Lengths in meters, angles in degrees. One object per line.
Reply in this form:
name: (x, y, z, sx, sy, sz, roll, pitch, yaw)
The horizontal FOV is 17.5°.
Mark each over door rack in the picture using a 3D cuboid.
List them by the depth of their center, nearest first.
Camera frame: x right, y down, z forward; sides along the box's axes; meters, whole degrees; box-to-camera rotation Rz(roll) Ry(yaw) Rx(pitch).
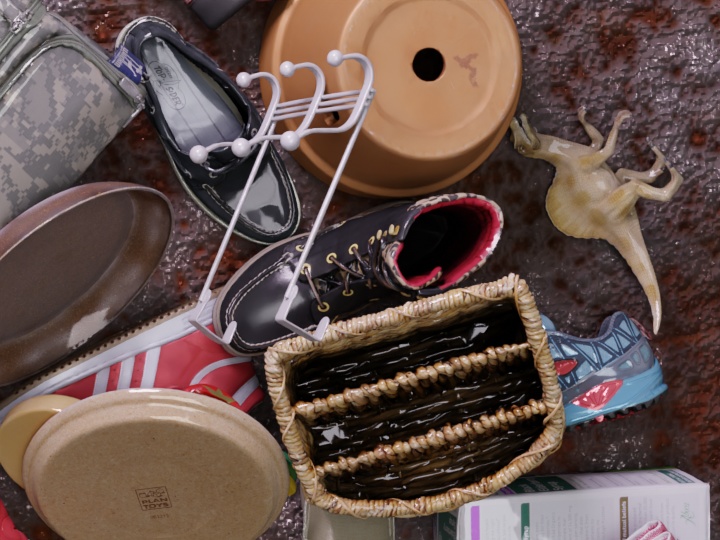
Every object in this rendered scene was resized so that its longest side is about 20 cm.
over door rack: (-0.066, -0.052, 1.631, 0.067, 0.148, 0.200, 16, 80, -29)

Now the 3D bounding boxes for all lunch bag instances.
lunch bag: (-0.268, -0.109, 1.661, 0.168, 0.139, 0.200, 40, 83, -15)

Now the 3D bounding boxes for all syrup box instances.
syrup box: (0.161, 0.200, 1.804, 0.200, 0.079, 0.082, -1, 95, -12)

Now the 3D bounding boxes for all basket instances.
basket: (0.044, 0.101, 1.677, 0.200, 0.149, 0.143, -15, 81, 2)

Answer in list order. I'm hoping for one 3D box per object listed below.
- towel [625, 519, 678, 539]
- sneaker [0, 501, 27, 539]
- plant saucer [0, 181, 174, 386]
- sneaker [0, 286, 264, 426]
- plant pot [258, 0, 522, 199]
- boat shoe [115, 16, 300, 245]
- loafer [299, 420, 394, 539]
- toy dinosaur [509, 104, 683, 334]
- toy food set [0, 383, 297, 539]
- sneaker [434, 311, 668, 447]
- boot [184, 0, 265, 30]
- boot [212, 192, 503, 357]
towel: (0.218, 0.283, 1.798, 0.146, 0.030, 0.200, -35, 128, 10)
sneaker: (-0.225, 0.236, 1.688, 0.112, 0.071, 0.200, -6, 64, -25)
plant saucer: (-0.220, 0.005, 1.666, 0.200, 0.200, 0.032, -38, 68, -8)
sneaker: (-0.166, 0.103, 1.730, 0.200, 0.071, 0.113, -26, 95, -12)
plant pot: (0.034, -0.151, 1.723, 0.200, 0.140, 0.201, -1, 93, -12)
boat shoe: (-0.108, -0.102, 1.732, 0.074, 0.066, 0.200, -32, 100, -9)
loafer: (-0.008, 0.204, 1.772, 0.075, 0.068, 0.201, 2, 93, -13)
toy dinosaur: (0.197, -0.057, 1.818, 0.101, 0.058, 0.200, -39, 94, 8)
toy food set: (-0.149, 0.148, 1.695, 0.200, 0.049, 0.198, -19, 132, 17)
sneaker: (0.132, 0.084, 1.804, 0.200, 0.079, 0.096, -14, 82, -17)
boot: (-0.080, -0.281, 1.721, 0.144, 0.072, 0.200, 39, 93, -7)
boot: (0.000, 0.000, 1.703, 0.200, 0.151, 0.073, -25, 97, -25)
